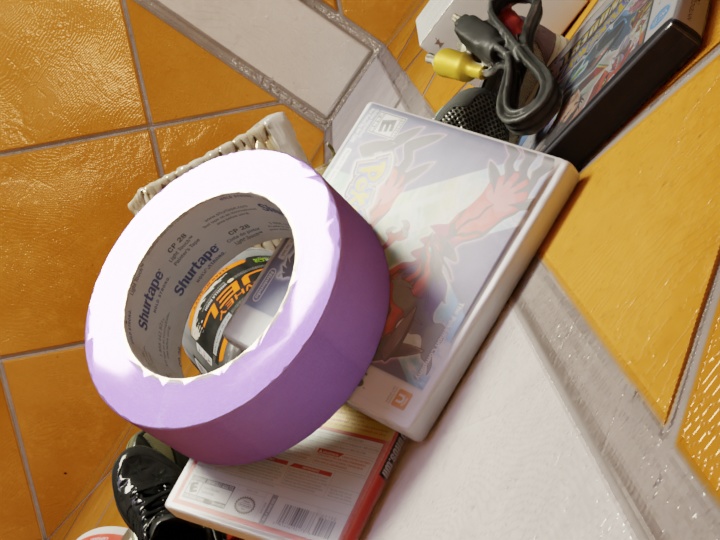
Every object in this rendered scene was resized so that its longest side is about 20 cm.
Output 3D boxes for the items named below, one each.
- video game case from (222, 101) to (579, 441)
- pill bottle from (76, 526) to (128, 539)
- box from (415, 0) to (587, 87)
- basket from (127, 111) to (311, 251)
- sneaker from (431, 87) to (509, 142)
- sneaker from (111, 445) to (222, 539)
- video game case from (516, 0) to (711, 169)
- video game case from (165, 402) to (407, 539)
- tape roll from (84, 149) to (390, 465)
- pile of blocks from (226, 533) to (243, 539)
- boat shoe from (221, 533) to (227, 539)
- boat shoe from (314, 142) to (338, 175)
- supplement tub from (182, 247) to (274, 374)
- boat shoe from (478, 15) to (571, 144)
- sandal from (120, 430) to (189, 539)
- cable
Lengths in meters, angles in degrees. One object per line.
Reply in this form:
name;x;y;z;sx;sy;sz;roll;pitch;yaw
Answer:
video game case;0.022;-0.008;0.874;0.182;0.023;0.200;23;76;41
pill bottle;-0.229;0.320;1.125;0.111;0.111;0.200;-52;10;27
box;0.128;-0.246;1.259;0.124;0.097;0.200;-51;9;14
basket;-0.113;-0.026;1.322;0.161;0.200;0.198;-30;5;-12
sneaker;0.074;-0.057;0.959;0.091;0.077;0.200;-47;22;60
sneaker;-0.130;0.191;0.954;0.060;0.200;0.104;-22;-31;-16
video game case;0.170;-0.143;0.901;0.200;0.025;0.181;-48;12;45
video game case;-0.027;0.087;0.872;0.143;0.017;0.200;9;60;36
tape roll;-0.082;0.022;0.868;0.200;0.066;0.200;-17;54;26
pile of blocks;-0.082;0.164;1.011;0.200;0.082;0.062;-134;59;-73
boat shoe;-0.088;0.148;1.133;0.068;0.072;0.200;-37;25;50
boat shoe;0.014;-0.082;1.098;0.073;0.063;0.200;-37;-15;36
supplement tub;-0.063;0.059;1.042;0.123;0.122;0.200;-57;25;-2
boat shoe;0.095;-0.112;1.065;0.200;0.065;0.072;-57;11;4
sandal;-0.158;0.222;1.047;0.057;0.080;0.201;-41;42;40
cable;0.116;-0.152;0.970;0.097;0.050;0.200;-34;35;1
